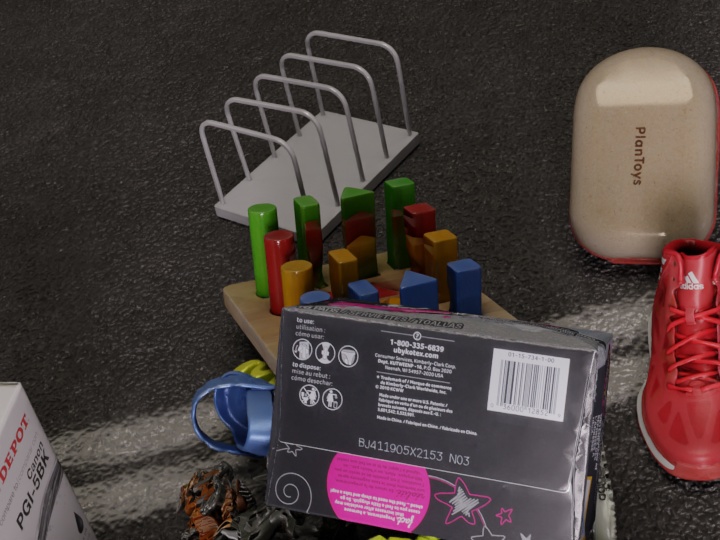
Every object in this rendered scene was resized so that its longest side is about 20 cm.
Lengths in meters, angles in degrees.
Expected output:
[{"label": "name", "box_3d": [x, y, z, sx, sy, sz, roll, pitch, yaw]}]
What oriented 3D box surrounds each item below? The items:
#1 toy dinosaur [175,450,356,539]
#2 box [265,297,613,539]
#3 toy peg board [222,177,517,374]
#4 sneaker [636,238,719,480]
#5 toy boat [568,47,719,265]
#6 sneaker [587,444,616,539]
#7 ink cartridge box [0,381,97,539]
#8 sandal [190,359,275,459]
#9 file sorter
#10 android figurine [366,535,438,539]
[{"label": "toy dinosaur", "box_3d": [-0.077, 0.208, 0.777, 0.135, 0.102, 0.201, -35, 55, 6]}, {"label": "box", "box_3d": [0.054, 0.093, 0.704, 0.198, 0.133, 0.115, 7, 4, 17]}, {"label": "toy peg board", "box_3d": [0.000, 0.000, 0.919, 0.198, 0.099, 0.199, -12, 24, -19]}, {"label": "sneaker", "box_3d": [0.247, 0.052, 0.832, 0.078, 0.116, 0.201, -5, 39, 10]}, {"label": "toy boat", "box_3d": [0.266, -0.101, 1.014, 0.129, 0.131, 0.202, 3, 83, 18]}, {"label": "sneaker", "box_3d": [0.128, 0.129, 0.810, 0.099, 0.070, 0.201, -10, 38, 8]}, {"label": "ink cartridge box", "box_3d": [-0.252, 0.195, 0.732, 0.082, 0.201, 0.147, -4, 39, 9]}, {"label": "sandal", "box_3d": [-0.058, 0.127, 0.842, 0.199, 0.080, 0.087, 13, 9, 39]}, {"label": "file sorter", "box_3d": [-0.055, -0.147, 1.154, 0.138, 0.125, 0.200, 17, 48, 33]}, {"label": "android figurine", "box_3d": [0.021, 0.247, 0.676, 0.181, 0.041, 0.200, 35, 50, 8]}]
